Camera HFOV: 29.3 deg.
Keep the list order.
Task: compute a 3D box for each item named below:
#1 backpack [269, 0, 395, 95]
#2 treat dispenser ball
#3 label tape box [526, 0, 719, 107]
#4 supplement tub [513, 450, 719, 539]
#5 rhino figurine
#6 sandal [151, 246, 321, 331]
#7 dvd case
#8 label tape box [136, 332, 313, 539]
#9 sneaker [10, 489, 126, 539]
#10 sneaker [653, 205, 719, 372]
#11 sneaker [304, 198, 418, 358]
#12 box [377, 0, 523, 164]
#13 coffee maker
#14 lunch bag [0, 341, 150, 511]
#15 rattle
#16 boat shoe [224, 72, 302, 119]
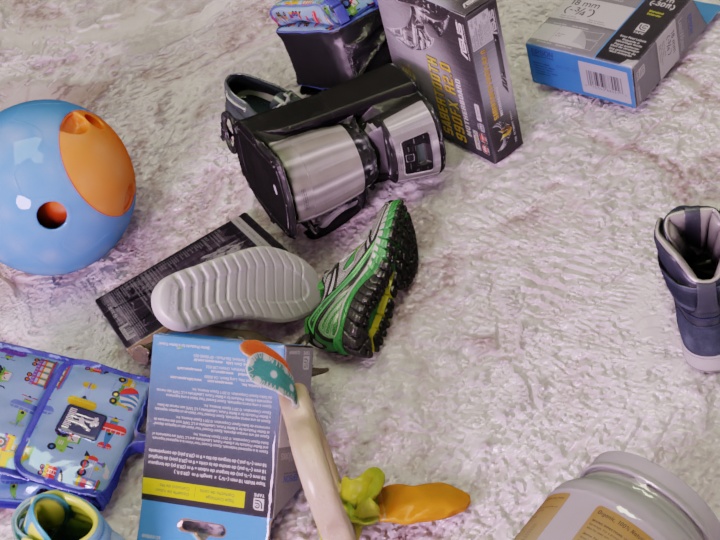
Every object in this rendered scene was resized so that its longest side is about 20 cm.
[{"bbox_3d":[0.017,-0.303,1.678,0.200,0.135,0.183,-31,23,-20],"label":"backpack"},{"bbox_3d":[-0.357,-0.095,1.574,0.200,0.201,0.201,-11,43,10],"label":"treat dispenser ball"},{"bbox_3d":[0.308,-0.287,1.606,0.144,0.063,0.200,21,57,36],"label":"label tape box"},{"bbox_3d":[0.174,0.250,1.052,0.144,0.145,0.200,23,58,37],"label":"supplement tub"},{"bbox_3d":[-0.123,0.089,1.391,0.200,0.060,0.087,3,17,23],"label":"rhino figurine"},{"bbox_3d":[-0.130,0.021,1.421,0.202,0.083,0.050,-4,-14,-37],"label":"sandal"},{"bbox_3d":[-0.185,0.012,1.511,0.200,0.016,0.149,-32,28,-11],"label":"dvd case"},{"bbox_3d":[-0.128,0.164,1.301,0.144,0.063,0.200,4,89,25],"label":"label tape box"},{"bbox_3d":[-0.305,0.253,1.246,0.200,0.131,0.080,-12,44,10],"label":"sneaker"},{"bbox_3d":[0.313,-0.027,1.288,0.077,0.146,0.203,-13,41,11],"label":"sneaker"},{"bbox_3d":[0.000,0.000,1.429,0.085,0.078,0.200,4,47,28],"label":"sneaker"},{"bbox_3d":[0.098,-0.234,1.542,0.048,0.200,0.158,-36,45,-22],"label":"box"},{"bbox_3d":[-0.031,-0.152,1.538,0.200,0.135,0.192,-22,62,-17],"label":"coffee maker"},{"bbox_3d":[-0.307,0.166,1.387,0.200,0.094,0.151,7,47,11],"label":"lunch bag"},{"bbox_3d":[-0.008,0.137,1.204,0.143,0.130,0.200,-19,84,16],"label":"rattle"},{"bbox_3d":[-0.098,-0.187,1.672,0.073,0.062,0.200,-39,46,-22],"label":"boat shoe"}]
